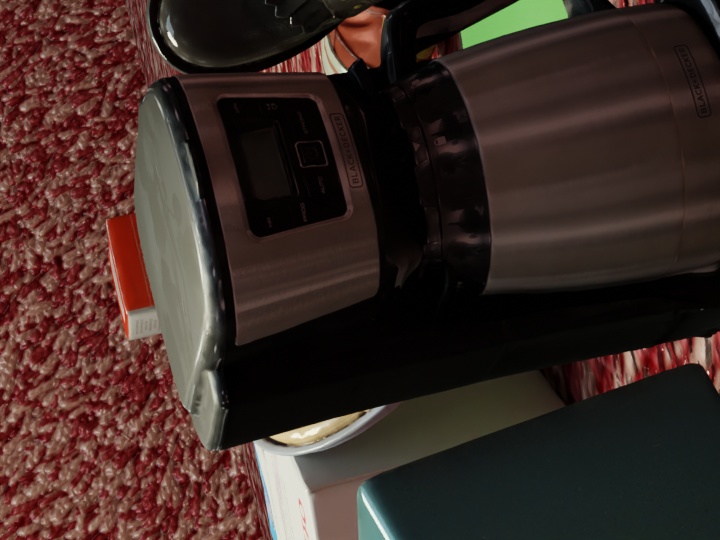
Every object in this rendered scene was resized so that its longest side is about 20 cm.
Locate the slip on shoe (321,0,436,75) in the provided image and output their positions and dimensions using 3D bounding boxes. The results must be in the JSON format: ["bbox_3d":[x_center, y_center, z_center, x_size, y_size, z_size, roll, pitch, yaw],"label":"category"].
[{"bbox_3d":[0.005,-0.164,1.014,0.061,0.074,0.200,-55,29,28],"label":"slip on shoe"}]

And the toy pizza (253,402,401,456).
[{"bbox_3d":[0.000,0.000,0.879,0.032,0.200,0.200,36,-170,-25],"label":"toy pizza"}]

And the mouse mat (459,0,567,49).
[{"bbox_3d":[0.078,-0.078,0.834,0.200,0.008,0.161,-137,35,-72],"label":"mouse mat"}]

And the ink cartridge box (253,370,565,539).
[{"bbox_3d":[0.027,0.115,0.958,0.200,0.145,0.147,-121,21,-63],"label":"ink cartridge box"}]

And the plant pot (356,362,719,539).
[{"bbox_3d":[0.103,0.167,0.637,0.141,0.141,0.200,88,158,-48],"label":"plant pot"}]

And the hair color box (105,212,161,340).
[{"bbox_3d":[-0.050,-0.014,1.075,0.102,0.200,0.061,123,134,-76],"label":"hair color box"}]

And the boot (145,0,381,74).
[{"bbox_3d":[0.008,-0.130,0.650,0.069,0.200,0.174,60,180,-11],"label":"boot"}]

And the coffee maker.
[{"bbox_3d":[0.027,-0.006,0.634,0.192,0.200,0.135,89,165,-45],"label":"coffee maker"}]
